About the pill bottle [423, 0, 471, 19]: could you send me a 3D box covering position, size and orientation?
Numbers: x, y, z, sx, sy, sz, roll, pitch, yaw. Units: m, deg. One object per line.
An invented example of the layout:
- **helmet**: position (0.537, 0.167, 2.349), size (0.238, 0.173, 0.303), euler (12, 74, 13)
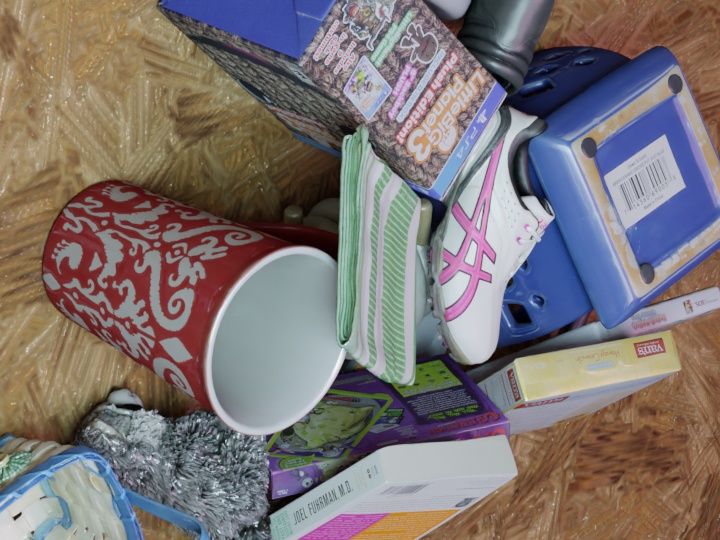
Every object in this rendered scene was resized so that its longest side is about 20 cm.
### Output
- **pill bottle**: position (0.067, -0.299, 1.653), size (0.112, 0.112, 0.201), euler (26, 89, -49)

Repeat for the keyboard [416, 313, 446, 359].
- **keyboard**: position (0.074, 0.018, 1.892), size (0.056, 0.011, 0.201), euler (27, 87, -44)

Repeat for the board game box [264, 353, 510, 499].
- **board game box**: position (0.003, 0.119, 1.730), size (0.199, 0.120, 0.032), euler (-10, 115, -20)

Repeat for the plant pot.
- **plant pot**: position (0.180, -0.065, 1.788), size (0.200, 0.179, 0.201), euler (-33, 107, -33)

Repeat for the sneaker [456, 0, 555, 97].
- **sneaker**: position (0.097, -0.180, 1.711), size (0.070, 0.200, 0.100), euler (27, 87, -6)

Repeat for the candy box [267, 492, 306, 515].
- **candy box**: position (-0.037, 0.289, 1.787), size (0.117, 0.056, 0.201), euler (-43, 109, -40)

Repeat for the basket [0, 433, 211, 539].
- **basket**: position (-0.220, 0.209, 1.519), size (0.176, 0.200, 0.140), euler (-42, 134, -26)

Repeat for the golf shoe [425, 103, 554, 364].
- **golf shoe**: position (0.099, -0.025, 1.668), size (0.073, 0.092, 0.201), euler (-30, 122, -67)

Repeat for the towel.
- **towel**: position (0.014, -0.004, 1.549), size (0.200, 0.023, 0.153), euler (47, 44, -74)

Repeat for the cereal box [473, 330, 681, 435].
- **cereal box**: position (0.155, 0.099, 1.805), size (0.143, 0.200, 0.040), euler (-10, 78, -22)

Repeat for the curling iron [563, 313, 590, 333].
- **curling iron**: position (0.232, -0.014, 2.029), size (0.049, 0.026, 0.201), euler (26, 89, -46)

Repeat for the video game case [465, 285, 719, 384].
- **video game case**: position (0.185, 0.066, 1.899), size (0.182, 0.200, 0.023), euler (-14, 82, -46)

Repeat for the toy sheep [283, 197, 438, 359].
- **toy sheep**: position (0.000, 0.000, 1.711), size (0.199, 0.138, 0.139), euler (-20, 123, -27)

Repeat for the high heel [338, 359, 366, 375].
- **high heel**: position (0.045, 0.136, 1.871), size (0.200, 0.071, 0.143), euler (23, 88, -47)

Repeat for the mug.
- **mug**: position (-0.107, 0.020, 1.553), size (0.177, 0.200, 0.134), euler (8, 101, -49)

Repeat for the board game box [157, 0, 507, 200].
- **board game box**: position (-0.019, -0.158, 1.593), size (0.097, 0.159, 0.200), euler (-58, 138, -8)

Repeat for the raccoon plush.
- **raccoon plush**: position (-0.130, 0.169, 1.617), size (0.134, 0.200, 0.097), euler (-5, 136, -38)

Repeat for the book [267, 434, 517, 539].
- **book**: position (0.006, 0.181, 1.680), size (0.133, 0.200, 0.048), euler (0, 66, -41)
